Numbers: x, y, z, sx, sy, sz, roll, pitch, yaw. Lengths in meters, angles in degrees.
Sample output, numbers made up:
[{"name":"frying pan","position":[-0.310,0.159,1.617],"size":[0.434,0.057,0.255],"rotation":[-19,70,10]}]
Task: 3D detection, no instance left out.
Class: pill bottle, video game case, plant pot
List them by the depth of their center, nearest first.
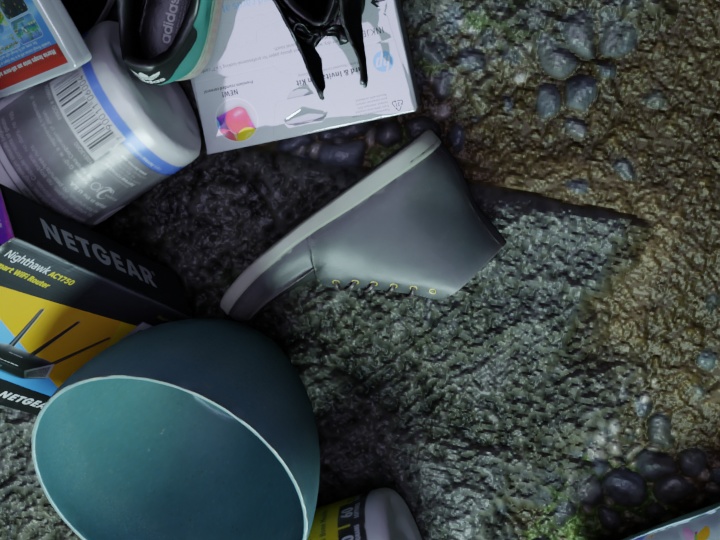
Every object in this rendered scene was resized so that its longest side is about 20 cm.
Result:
[{"name":"video game case","position":[-0.257,-0.203,0.772],"size":[0.143,0.017,0.200],"rotation":[-7,117,46]},{"name":"pill bottle","position":[-0.222,-0.075,0.877],"size":[0.200,0.114,0.114],"rotation":[-31,99,15]},{"name":"plant pot","position":[-0.111,0.111,0.888],"size":[0.200,0.135,0.201],"rotation":[10,127,13]},{"name":"pill bottle","position":[-0.053,0.245,0.938],"size":[0.200,0.114,0.115],"rotation":[-20,101,12]}]

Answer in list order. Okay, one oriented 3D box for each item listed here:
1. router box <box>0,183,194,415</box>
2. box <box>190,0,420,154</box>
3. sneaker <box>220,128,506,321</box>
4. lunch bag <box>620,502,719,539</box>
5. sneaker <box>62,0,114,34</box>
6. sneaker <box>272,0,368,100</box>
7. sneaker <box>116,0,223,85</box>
[{"name":"router box","position":[-0.234,0.029,0.869],"size":[0.149,0.200,0.051],"rotation":[-34,61,15]},{"name":"box","position":[-0.053,-0.194,0.861],"size":[0.155,0.041,0.201],"rotation":[-11,102,11]},{"name":"sneaker","position":[0.000,0.000,0.885],"size":[0.200,0.075,0.106],"rotation":[-36,95,14]},{"name":"lunch bag","position":[0.259,0.272,0.901],"size":[0.170,0.122,0.200],"rotation":[-25,92,16]},{"name":"sneaker","position":[-0.207,-0.225,0.805],"size":[0.073,0.112,0.200],"rotation":[30,133,11]},{"name":"sneaker","position":[-0.034,-0.211,0.778],"size":[0.060,0.104,0.200],"rotation":[-14,102,12]},{"name":"sneaker","position":[-0.117,-0.218,0.800],"size":[0.071,0.080,0.201],"rotation":[9,104,7]}]
